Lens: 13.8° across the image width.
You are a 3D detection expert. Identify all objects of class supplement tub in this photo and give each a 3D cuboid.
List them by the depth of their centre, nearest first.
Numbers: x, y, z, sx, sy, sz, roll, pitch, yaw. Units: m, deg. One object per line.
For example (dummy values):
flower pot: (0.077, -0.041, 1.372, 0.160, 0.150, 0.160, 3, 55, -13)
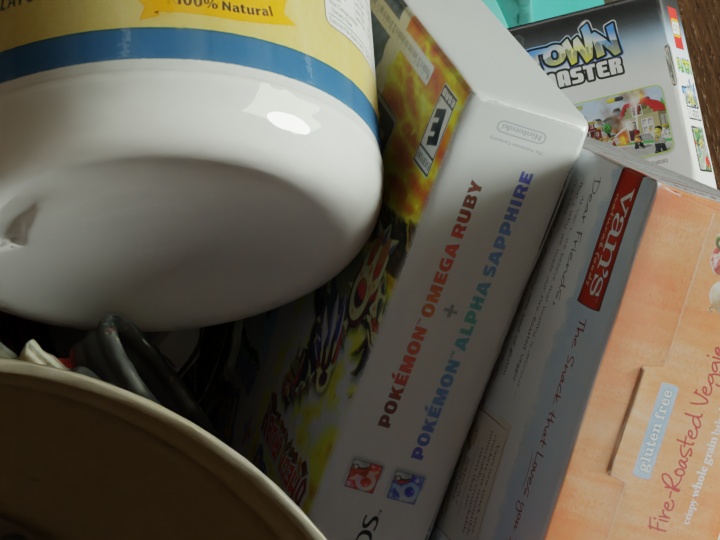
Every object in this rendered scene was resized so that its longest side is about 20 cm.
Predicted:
supplement tub: (-0.069, -0.098, 0.912, 0.145, 0.144, 0.201, 48, 33, -60)

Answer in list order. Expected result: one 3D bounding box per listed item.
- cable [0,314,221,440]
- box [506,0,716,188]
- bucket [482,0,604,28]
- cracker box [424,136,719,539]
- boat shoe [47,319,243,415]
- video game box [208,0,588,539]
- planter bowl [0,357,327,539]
cable: (-0.045, 0.086, 0.875, 0.200, 0.050, 0.097, 45, 22, -3)
box: (0.029, -0.026, 1.091, 0.035, 0.199, 0.111, 0, 79, -73)
bucket: (0.033, -0.057, 1.241, 0.207, 0.134, 0.209, -12, 90, -73)
cracker box: (0.062, 0.028, 0.922, 0.200, 0.057, 0.135, -142, -111, -73)
boat shoe: (-0.063, -0.045, 1.018, 0.068, 0.073, 0.201, 42, 39, -56)
video game box: (0.000, 0.000, 0.974, 0.200, 0.046, 0.183, -120, -134, -67)
planter bowl: (-0.094, 0.115, 0.645, 0.135, 0.199, 0.202, -169, -115, -80)
